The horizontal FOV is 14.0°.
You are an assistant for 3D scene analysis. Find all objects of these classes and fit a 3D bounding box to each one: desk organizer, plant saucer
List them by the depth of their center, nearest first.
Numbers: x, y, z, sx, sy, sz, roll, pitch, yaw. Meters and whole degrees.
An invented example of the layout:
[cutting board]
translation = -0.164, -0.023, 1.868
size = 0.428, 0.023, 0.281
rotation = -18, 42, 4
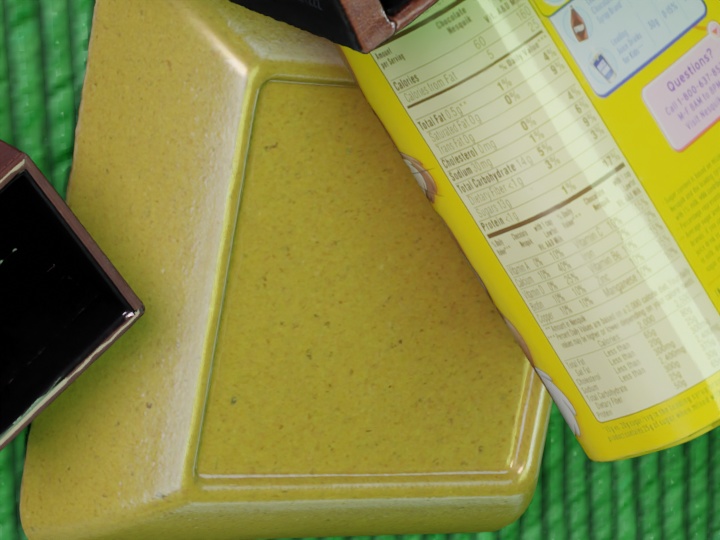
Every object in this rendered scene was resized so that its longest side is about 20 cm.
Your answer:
[desk organizer]
translation = -0.163, 0.045, 0.833
size = 0.200, 0.077, 0.072
rotation = -44, 125, -14
[plant saucer]
translation = 0.000, 0.000, 0.947
size = 0.199, 0.048, 0.201
rotation = 1, 106, -34

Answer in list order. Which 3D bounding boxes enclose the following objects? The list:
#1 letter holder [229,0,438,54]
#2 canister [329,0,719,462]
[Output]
[letter holder]
translation = -0.018, -0.157, 0.785
size = 0.142, 0.200, 0.101
rotation = -38, 123, -18
[canister]
translation = 0.072, -0.061, 0.894
size = 0.148, 0.086, 0.201
rotation = -39, 101, -37
